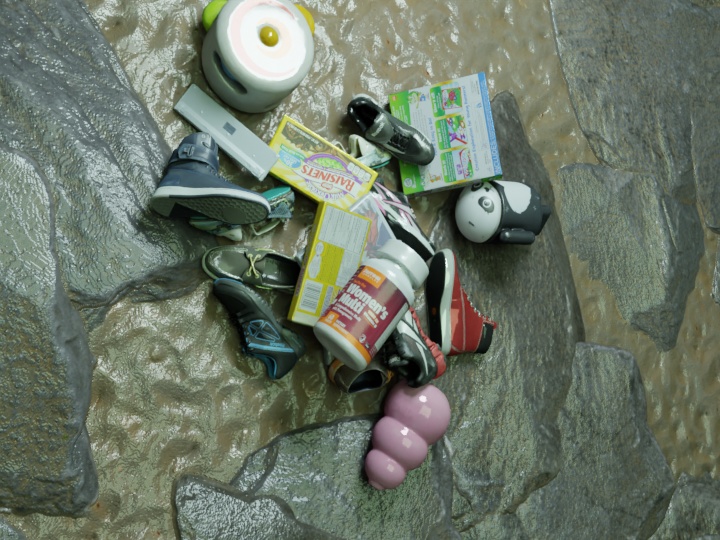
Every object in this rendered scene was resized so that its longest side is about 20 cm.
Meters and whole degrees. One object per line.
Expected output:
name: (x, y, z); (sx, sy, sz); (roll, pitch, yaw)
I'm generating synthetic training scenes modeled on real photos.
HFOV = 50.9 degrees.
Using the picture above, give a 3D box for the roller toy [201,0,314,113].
roller toy: (-0.176, -0.383, 1.323); (0.195, 0.139, 0.188); (4, 79, -26)

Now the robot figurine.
robot figurine: (0.284, -0.117, 1.515); (0.195, 0.149, 0.129); (0, 93, -26)

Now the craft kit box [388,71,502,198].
craft kit box: (0.163, -0.259, 1.465); (0.192, 0.048, 0.206); (-9, 84, 9)

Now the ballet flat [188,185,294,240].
ballet flat: (-0.198, -0.088, 1.305); (0.196, 0.074, 0.076); (-19, 89, -24)

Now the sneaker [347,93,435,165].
sneaker: (0.050, -0.258, 1.414); (0.198, 0.090, 0.067); (37, 110, 6)

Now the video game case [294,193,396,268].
video game case: (0.000, 0.000, 1.345); (0.182, 0.023, 0.202); (-41, 113, -22)

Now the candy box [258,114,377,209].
candy box: (-0.074, -0.179, 1.344); (0.197, 0.026, 0.104); (30, 85, -11)

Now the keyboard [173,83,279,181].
keyboard: (-0.231, -0.239, 1.308); (0.199, 0.011, 0.057); (40, 80, 0)

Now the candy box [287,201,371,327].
candy box: (-0.051, -0.003, 1.276); (0.100, 0.026, 0.205); (18, 85, -35)

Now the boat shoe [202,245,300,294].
boat shoe: (-0.171, -0.005, 1.302); (0.197, 0.060, 0.074); (12, 75, -24)

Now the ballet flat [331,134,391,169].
ballet flat: (-0.026, -0.208, 1.404); (0.196, 0.069, 0.073); (-24, 115, -25)

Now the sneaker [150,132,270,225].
sneaker: (-0.231, -0.156, 1.247); (0.196, 0.078, 0.149); (8, 55, 8)

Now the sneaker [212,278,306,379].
sneaker: (-0.179, 0.097, 1.273); (0.200, 0.073, 0.082); (44, 67, -12)

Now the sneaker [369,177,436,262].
sneaker: (0.077, -0.102, 1.439); (0.200, 0.080, 0.087); (44, 54, -19)

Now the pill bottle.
pill bottle: (0.020, 0.054, 1.240); (0.109, 0.109, 0.201); (42, 73, -13)

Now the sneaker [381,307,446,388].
sneaker: (0.067, 0.117, 1.313); (0.097, 0.070, 0.203); (-36, 92, -43)

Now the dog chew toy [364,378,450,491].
dog chew toy: (0.075, 0.295, 1.344); (0.124, 0.124, 0.202); (38, 75, -15)

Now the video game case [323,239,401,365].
video game case: (0.007, 0.056, 1.383); (0.178, 0.023, 0.206); (-8, 95, -28)

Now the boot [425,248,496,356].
boot: (0.202, 0.061, 1.476); (0.141, 0.072, 0.207); (0, 89, -27)

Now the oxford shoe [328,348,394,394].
oxford shoe: (0.043, 0.177, 1.359); (0.196, 0.073, 0.073); (-18, 123, -22)
